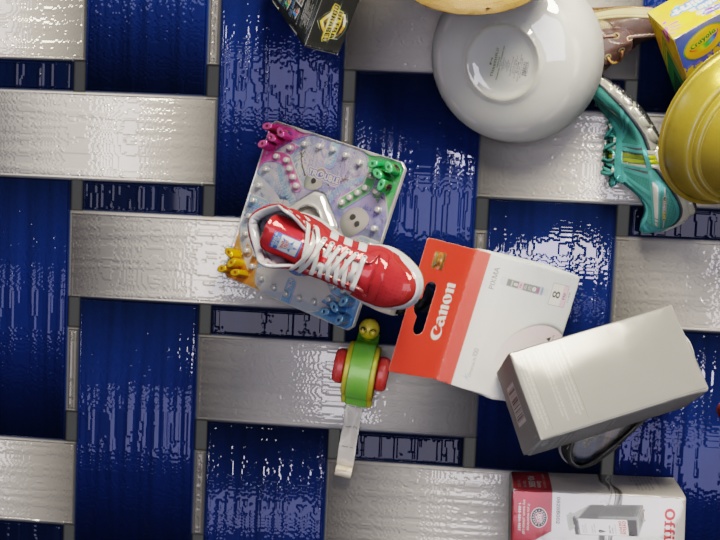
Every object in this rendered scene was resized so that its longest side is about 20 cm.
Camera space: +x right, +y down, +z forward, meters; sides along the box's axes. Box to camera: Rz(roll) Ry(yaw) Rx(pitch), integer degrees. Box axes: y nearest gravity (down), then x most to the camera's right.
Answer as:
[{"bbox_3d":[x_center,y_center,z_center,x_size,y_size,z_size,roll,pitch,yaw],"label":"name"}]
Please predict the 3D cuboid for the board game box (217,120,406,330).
[{"bbox_3d":[-0.063,-0.057,1.289,0.200,0.026,0.200,22,97,32],"label":"board game box"}]

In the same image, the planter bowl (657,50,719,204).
[{"bbox_3d":[0.425,-0.140,1.177,0.200,0.083,0.201,-10,124,-15],"label":"planter bowl"}]

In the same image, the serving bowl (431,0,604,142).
[{"bbox_3d":[0.168,-0.237,1.245,0.200,0.066,0.200,7,110,21],"label":"serving bowl"}]

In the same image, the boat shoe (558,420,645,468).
[{"bbox_3d":[0.309,0.156,1.295,0.200,0.066,0.070,-44,90,7],"label":"boat shoe"}]

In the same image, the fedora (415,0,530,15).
[{"bbox_3d":[0.117,-0.339,1.185,0.200,0.082,0.201,-2,71,5],"label":"fedora"}]

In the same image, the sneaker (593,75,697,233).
[{"bbox_3d":[0.309,-0.134,1.272,0.080,0.078,0.200,-30,91,16],"label":"sneaker"}]

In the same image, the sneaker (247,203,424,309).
[{"bbox_3d":[-0.034,-0.014,1.185,0.200,0.112,0.071,25,98,32],"label":"sneaker"}]

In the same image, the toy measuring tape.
[{"bbox_3d":[-0.007,0.156,1.323,0.073,0.074,0.200,11,95,4],"label":"toy measuring tape"}]

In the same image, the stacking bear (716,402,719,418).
[{"bbox_3d":[0.510,0.119,1.254,0.121,0.114,0.200,38,86,15],"label":"stacking bear"}]

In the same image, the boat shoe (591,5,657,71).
[{"bbox_3d":[0.278,-0.262,1.266,0.200,0.072,0.072,2,98,9],"label":"boat shoe"}]

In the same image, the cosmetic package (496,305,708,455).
[{"bbox_3d":[0.264,0.121,1.223,0.200,0.090,0.107,-13,70,-10],"label":"cosmetic package"}]

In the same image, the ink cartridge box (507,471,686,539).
[{"bbox_3d":[0.275,0.319,1.302,0.200,0.083,0.147,1,94,6],"label":"ink cartridge box"}]

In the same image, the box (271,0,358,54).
[{"bbox_3d":[-0.034,-0.361,1.214,0.046,0.159,0.200,7,121,-28],"label":"box"}]

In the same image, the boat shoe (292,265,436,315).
[{"bbox_3d":[0.000,0.000,1.316,0.200,0.093,0.075,30,102,31],"label":"boat shoe"}]

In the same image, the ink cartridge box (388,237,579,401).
[{"bbox_3d":[0.145,0.061,1.261,0.200,0.057,0.163,12,97,-37],"label":"ink cartridge box"}]

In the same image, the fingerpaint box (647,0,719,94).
[{"bbox_3d":[0.437,-0.253,1.210,0.200,0.073,0.167,-29,128,7],"label":"fingerpaint box"}]
